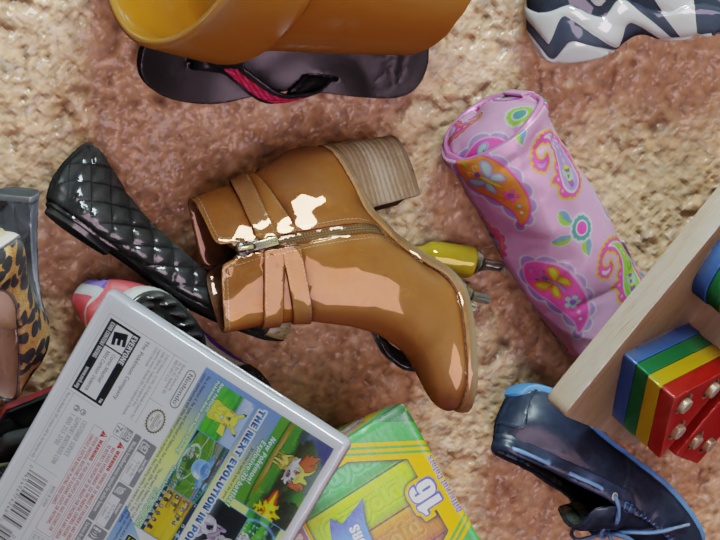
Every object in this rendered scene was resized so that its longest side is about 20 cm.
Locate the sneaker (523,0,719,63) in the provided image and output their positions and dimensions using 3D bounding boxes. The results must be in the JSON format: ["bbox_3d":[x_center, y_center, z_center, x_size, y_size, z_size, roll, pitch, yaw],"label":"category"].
[{"bbox_3d":[0.200,-0.225,1.194,0.197,0.080,0.130,-12,122,-1],"label":"sneaker"}]

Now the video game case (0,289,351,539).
[{"bbox_3d":[-0.131,0.144,1.133,0.182,0.022,0.201,32,97,6],"label":"video game case"}]

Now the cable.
[{"bbox_3d":[0.000,0.000,1.251,0.199,0.050,0.098,25,100,-12],"label":"cable"}]

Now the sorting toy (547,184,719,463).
[{"bbox_3d":[0.245,0.047,1.255,0.200,0.070,0.199,-51,155,6],"label":"sorting toy"}]

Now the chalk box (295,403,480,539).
[{"bbox_3d":[-0.039,0.196,1.211,0.199,0.124,0.125,-31,91,-24],"label":"chalk box"}]

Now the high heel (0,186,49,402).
[{"bbox_3d":[-0.242,0.039,1.107,0.071,0.200,0.144,8,107,11],"label":"high heel"}]

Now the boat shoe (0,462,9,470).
[{"bbox_3d":[-0.162,0.154,1.201,0.198,0.074,0.076,-13,137,13],"label":"boat shoe"}]

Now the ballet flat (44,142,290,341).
[{"bbox_3d":[-0.120,-0.011,1.192,0.199,0.066,0.057,35,80,-27],"label":"ballet flat"}]

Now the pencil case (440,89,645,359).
[{"bbox_3d":[0.135,-0.030,1.249,0.087,0.087,0.201,-35,116,-1],"label":"pencil case"}]

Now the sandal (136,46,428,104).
[{"bbox_3d":[-0.046,-0.143,1.173,0.198,0.045,0.076,-1,110,-16],"label":"sandal"}]

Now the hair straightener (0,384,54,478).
[{"bbox_3d":[-0.244,0.127,1.180,0.198,0.077,0.041,-17,143,7],"label":"hair straightener"}]

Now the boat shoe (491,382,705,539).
[{"bbox_3d":[0.169,0.166,1.334,0.200,0.084,0.069,38,65,-13],"label":"boat shoe"}]

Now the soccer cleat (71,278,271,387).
[{"bbox_3d":[-0.122,0.071,1.229,0.068,0.073,0.200,-53,134,-15],"label":"soccer cleat"}]

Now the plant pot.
[{"bbox_3d":[-0.029,-0.212,1.084,0.182,0.200,0.202,11,107,-36],"label":"plant pot"}]

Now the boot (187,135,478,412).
[{"bbox_3d":[-0.016,0.016,1.166,0.154,0.077,0.202,-18,87,-23],"label":"boot"}]
